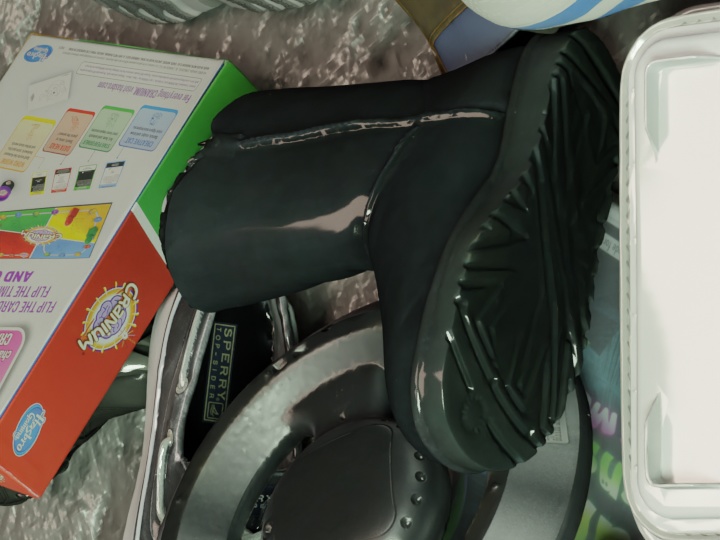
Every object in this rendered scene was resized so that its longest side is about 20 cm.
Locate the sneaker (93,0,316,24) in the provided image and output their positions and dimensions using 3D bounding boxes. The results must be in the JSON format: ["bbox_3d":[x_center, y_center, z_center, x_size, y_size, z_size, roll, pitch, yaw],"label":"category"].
[{"bbox_3d":[-0.080,-0.159,1.170,0.199,0.075,0.083,6,75,41],"label":"sneaker"}]

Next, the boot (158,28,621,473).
[{"bbox_3d":[0.000,0.000,0.963,0.167,0.077,0.201,-11,42,32],"label":"boot"}]

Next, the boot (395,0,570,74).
[{"bbox_3d":[0.084,-0.144,0.993,0.199,0.075,0.097,-26,85,41],"label":"boot"}]

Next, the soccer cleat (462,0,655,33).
[{"bbox_3d":[0.116,-0.131,0.891,0.199,0.086,0.070,-17,69,20],"label":"soccer cleat"}]

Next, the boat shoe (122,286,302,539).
[{"bbox_3d":[-0.054,0.094,1.087,0.068,0.071,0.202,155,122,-66],"label":"boat shoe"}]

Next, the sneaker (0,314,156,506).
[{"bbox_3d":[-0.147,0.062,1.214,0.199,0.075,0.080,-7,108,41],"label":"sneaker"}]

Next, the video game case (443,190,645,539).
[{"bbox_3d":[0.070,0.060,0.999,0.200,0.023,0.183,35,111,44],"label":"video game case"}]

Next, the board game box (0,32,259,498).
[{"bbox_3d":[-0.143,-0.008,1.159,0.153,0.040,0.201,13,66,48],"label":"board game box"}]

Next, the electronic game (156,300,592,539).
[{"bbox_3d":[-0.001,0.093,0.978,0.199,0.042,0.201,-26,42,26],"label":"electronic game"}]

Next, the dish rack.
[{"bbox_3d":[0.155,-0.001,0.877,0.171,0.043,0.202,-5,80,35],"label":"dish rack"}]
